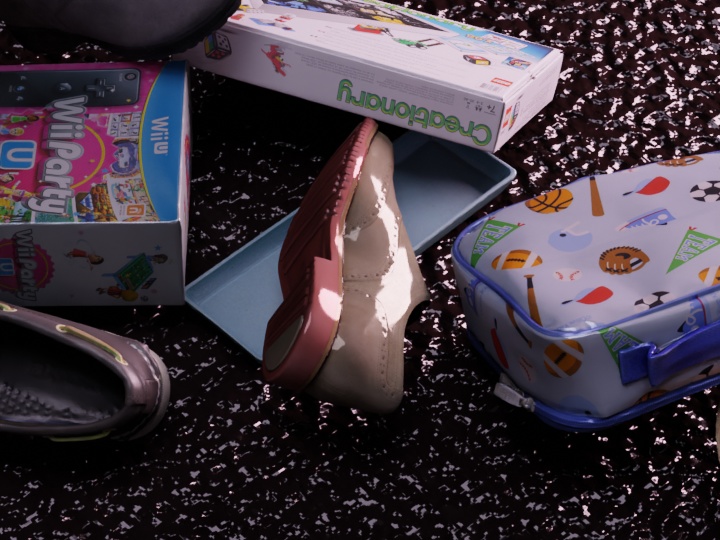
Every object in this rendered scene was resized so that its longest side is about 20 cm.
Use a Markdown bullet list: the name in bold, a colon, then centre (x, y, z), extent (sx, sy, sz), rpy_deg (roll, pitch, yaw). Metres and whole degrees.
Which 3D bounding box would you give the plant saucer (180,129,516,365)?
- **plant saucer**: centre (-0.004, -0.016, 1.195), extent (0.070, 0.019, 0.200), rpy_deg (36, 56, 29)

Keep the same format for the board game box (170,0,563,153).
- **board game box**: centre (0.006, -0.124, 1.250), extent (0.199, 0.035, 0.126), rpy_deg (17, 23, 15)

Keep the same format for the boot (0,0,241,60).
- **boot**: centre (-0.163, -0.179, 1.189), extent (0.199, 0.132, 0.070), rpy_deg (-5, 55, 37)

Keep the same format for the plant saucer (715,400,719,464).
- **plant saucer**: centre (0.274, 0.100, 1.076), extent (0.199, 0.036, 0.201), rpy_deg (0, 47, 0)

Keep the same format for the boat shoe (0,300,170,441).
- **boat shoe**: centre (-0.198, 0.044, 1.091), extent (0.200, 0.061, 0.072), rpy_deg (9, 88, 7)

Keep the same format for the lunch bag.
- **lunch bag**: centre (0.151, 0.010, 1.106), extent (0.199, 0.076, 0.160), rpy_deg (-20, 30, -15)

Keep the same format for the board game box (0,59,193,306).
- **board game box**: centre (-0.193, -0.048, 1.181), extent (0.198, 0.065, 0.148), rpy_deg (-1, 41, -2)

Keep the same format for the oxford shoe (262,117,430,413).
- **oxford shoe**: centre (0.000, 0.000, 1.138), extent (0.074, 0.071, 0.201), rpy_deg (27, 43, -14)
